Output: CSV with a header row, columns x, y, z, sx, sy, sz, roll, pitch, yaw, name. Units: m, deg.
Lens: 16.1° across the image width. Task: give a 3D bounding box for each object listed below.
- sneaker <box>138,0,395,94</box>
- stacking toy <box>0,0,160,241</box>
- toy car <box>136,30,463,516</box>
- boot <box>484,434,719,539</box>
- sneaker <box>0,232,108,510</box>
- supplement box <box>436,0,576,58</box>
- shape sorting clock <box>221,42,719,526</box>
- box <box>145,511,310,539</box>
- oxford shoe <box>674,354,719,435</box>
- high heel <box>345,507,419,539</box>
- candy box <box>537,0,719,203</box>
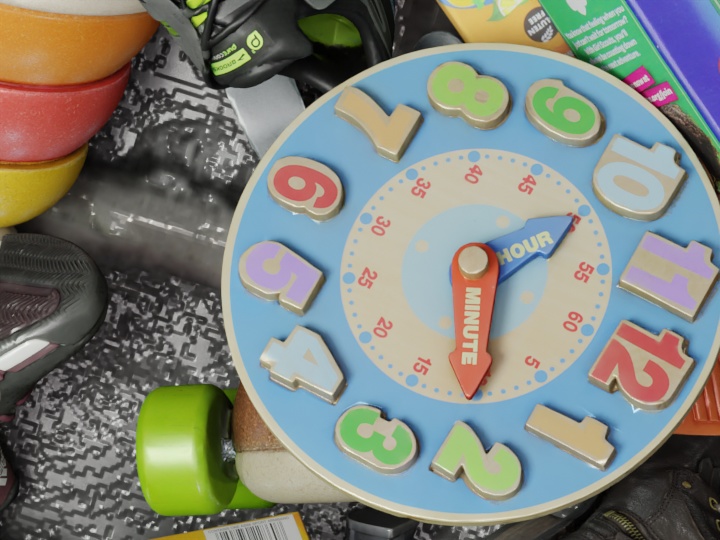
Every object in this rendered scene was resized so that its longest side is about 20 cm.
x,y,z,sx,sy,sz,roll,pitch,yaw,name
-0.054,-0.118,1.008,0.071,0.199,0.083,-33,54,32,sneaker
-0.161,-0.071,1.102,0.146,0.146,0.200,17,116,1,stacking toy
0.000,0.000,1.080,0.164,0.158,0.200,-4,86,14,toy car
0.152,0.128,0.981,0.174,0.200,0.069,17,123,38,boot
-0.167,0.058,1.111,0.200,0.076,0.116,-19,132,29,sneaker
0.041,-0.162,1.090,0.067,0.069,0.200,-35,97,9,supplement box
0.044,0.001,0.992,0.200,0.039,0.200,-1,71,3,shape sorting clock
-0.075,0.202,1.110,0.119,0.041,0.200,-9,127,-12,box
0.157,0.030,1.067,0.200,0.073,0.071,-7,90,-25,oxford shoe
0.066,0.195,1.096,0.200,0.071,0.143,16,107,39,high heel
0.162,-0.135,1.048,0.169,0.077,0.200,-37,94,-22,candy box
